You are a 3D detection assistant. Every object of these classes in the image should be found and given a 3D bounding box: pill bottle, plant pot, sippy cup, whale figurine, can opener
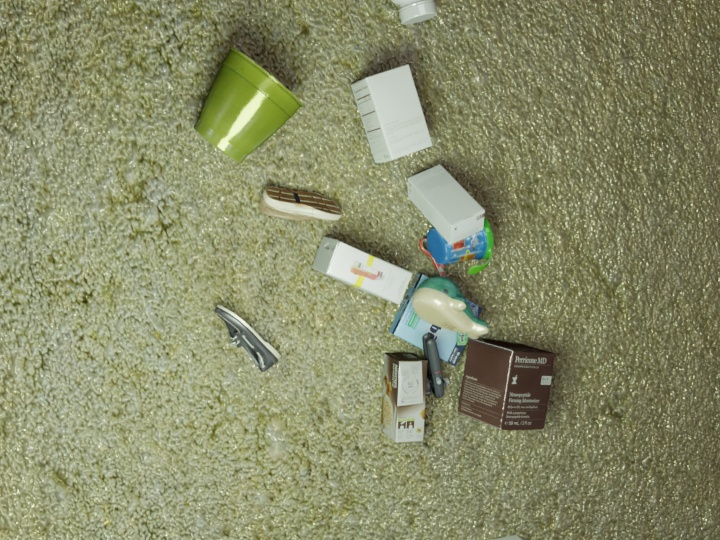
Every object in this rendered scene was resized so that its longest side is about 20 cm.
[{"bbox_3d":[0.118,-0.705,1.659,0.119,0.119,0.201,-17,99,-17],"label":"pill bottle"},{"bbox_3d":[-0.263,-0.351,1.528,0.200,0.200,0.193,37,94,-18],"label":"plant pot"},{"bbox_3d":[0.241,-0.077,1.735,0.130,0.178,0.141,-18,115,-22],"label":"sippy cup"},{"bbox_3d":[0.227,0.089,1.699,0.199,0.159,0.104,30,64,-3],"label":"whale figurine"},{"bbox_3d":[0.183,0.247,1.752,0.078,0.063,0.201,-21,129,-20],"label":"can opener"}]

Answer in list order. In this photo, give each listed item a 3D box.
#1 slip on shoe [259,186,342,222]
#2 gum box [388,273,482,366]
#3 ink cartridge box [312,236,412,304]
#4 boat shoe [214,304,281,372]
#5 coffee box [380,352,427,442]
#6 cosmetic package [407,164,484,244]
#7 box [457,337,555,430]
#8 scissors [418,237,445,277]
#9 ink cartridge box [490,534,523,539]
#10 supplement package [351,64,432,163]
[{"bbox_3d":[-0.143,-0.145,1.644,0.199,0.076,0.061,7,132,-28],"label":"slip on shoe"},{"bbox_3d":[0.195,0.128,1.789,0.199,0.045,0.171,28,84,-18],"label":"gum box"},{"bbox_3d":[0.000,0.000,1.650,0.199,0.145,0.084,24,88,-19],"label":"ink cartridge box"},{"bbox_3d":[-0.272,0.160,1.612,0.200,0.073,0.063,46,76,-21],"label":"boat shoe"},{"bbox_3d":[0.108,0.314,1.735,0.079,0.114,0.202,1,94,-19],"label":"coffee box"},{"bbox_3d":[0.206,-0.163,1.690,0.101,0.200,0.074,-24,143,-14],"label":"cosmetic package"},{"bbox_3d":[0.374,0.291,1.785,0.165,0.164,0.202,7,92,-33],"label":"box"},{"bbox_3d":[0.210,-0.004,1.770,0.073,0.014,0.201,-22,86,-33],"label":"scissors"},{"bbox_3d":[0.389,0.843,1.891,0.144,0.083,0.202,-3,95,-20],"label":"ink cartridge box"},{"bbox_3d":[0.074,-0.375,1.670,0.116,0.117,0.201,-21,101,-16],"label":"supplement package"}]
